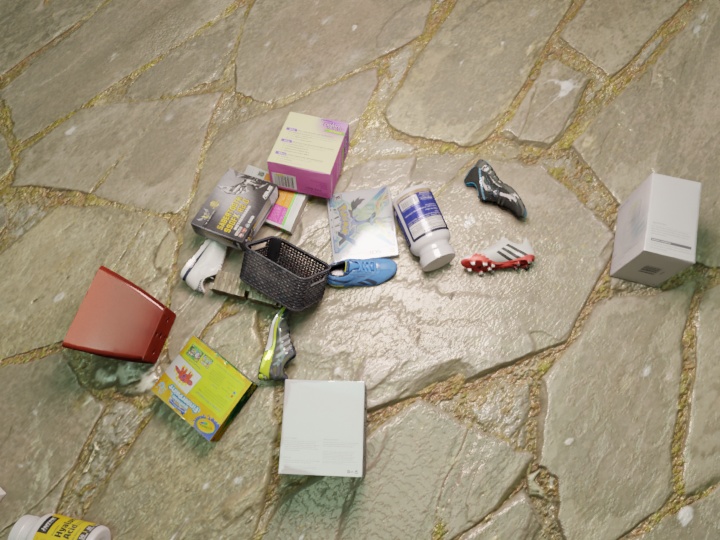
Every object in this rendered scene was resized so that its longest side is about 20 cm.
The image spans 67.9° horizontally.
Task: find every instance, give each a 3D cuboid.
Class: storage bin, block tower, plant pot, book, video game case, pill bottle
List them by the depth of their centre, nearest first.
[{"bbox_3d":[-0.689,0.623,1.219,0.195,0.112,0.114,9,73,6],"label":"pill bottle"},{"bbox_3d":[-0.576,0.132,1.329,0.173,0.200,0.203,20,75,-2],"label":"plant pot"},{"bbox_3d":[-0.190,0.004,1.341,0.198,0.135,0.095,27,116,22],"label":"storage bin"},{"bbox_3d":[0.166,-0.109,1.391,0.114,0.116,0.203,-20,73,-3],"label":"pill bottle"},{"bbox_3d":[-0.292,0.051,1.402,0.196,0.054,0.059,12,73,6],"label":"block tower"},{"bbox_3d":[0.005,-0.123,1.454,0.178,0.022,0.204,-7,72,1],"label":"video game case"},{"bbox_3d":[-0.251,-0.197,1.481,0.197,0.048,0.136,23,78,11],"label":"book"}]

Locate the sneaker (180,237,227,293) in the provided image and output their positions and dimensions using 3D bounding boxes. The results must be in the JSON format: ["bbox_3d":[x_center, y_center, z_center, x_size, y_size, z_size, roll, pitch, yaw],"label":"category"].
[{"bbox_3d":[-0.393,-0.036,1.433,0.080,0.076,0.202,35,81,0],"label":"sneaker"}]

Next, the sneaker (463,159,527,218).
[{"bbox_3d":[0.365,-0.204,1.442,0.082,0.073,0.201,-43,69,7],"label":"sneaker"}]

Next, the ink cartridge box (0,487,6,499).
[{"bbox_3d":[-0.982,0.518,1.259,0.199,0.129,0.126,36,78,12],"label":"ink cartridge box"}]

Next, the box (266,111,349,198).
[{"bbox_3d":[-0.137,-0.315,1.454,0.172,0.097,0.203,12,57,7],"label":"box"}]

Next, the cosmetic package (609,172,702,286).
[{"bbox_3d":[0.717,-0.095,1.309,0.120,0.200,0.204,14,74,7],"label":"cosmetic package"}]

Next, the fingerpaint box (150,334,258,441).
[{"bbox_3d":[-0.383,0.291,1.323,0.198,0.074,0.168,34,77,13],"label":"fingerpaint box"}]

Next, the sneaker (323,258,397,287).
[{"bbox_3d":[0.000,0.000,1.388,0.195,0.079,0.067,-7,70,0],"label":"sneaker"}]

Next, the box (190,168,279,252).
[{"bbox_3d":[-0.326,-0.163,1.410,0.156,0.049,0.202,20,61,13],"label":"box"}]

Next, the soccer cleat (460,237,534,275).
[{"bbox_3d":[0.354,-0.042,1.389,0.195,0.069,0.087,-4,64,-1],"label":"soccer cleat"}]

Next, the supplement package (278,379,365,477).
[{"bbox_3d":[-0.080,0.366,1.243,0.187,0.147,0.205,1,73,4],"label":"supplement package"}]

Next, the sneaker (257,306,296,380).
[{"bbox_3d":[-0.196,0.184,1.354,0.079,0.074,0.204,14,80,-2],"label":"sneaker"}]
